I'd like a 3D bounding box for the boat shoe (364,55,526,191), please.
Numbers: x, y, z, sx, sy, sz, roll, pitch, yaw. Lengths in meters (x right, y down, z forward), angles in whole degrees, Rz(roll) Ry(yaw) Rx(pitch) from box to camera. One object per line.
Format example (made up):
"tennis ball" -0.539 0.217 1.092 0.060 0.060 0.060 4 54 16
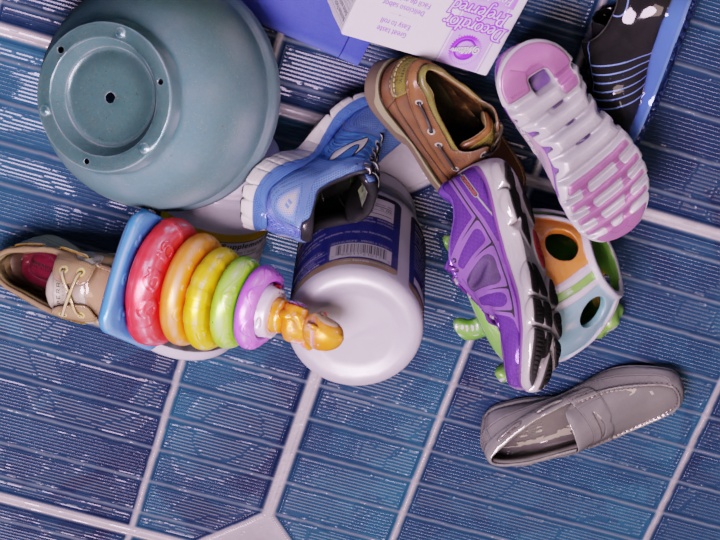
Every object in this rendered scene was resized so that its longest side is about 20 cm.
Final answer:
"boat shoe" 0.087 -0.111 1.714 0.068 0.072 0.200 -2 152 45

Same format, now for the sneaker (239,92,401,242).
"sneaker" -0.011 -0.080 1.705 0.089 0.200 0.079 28 139 25

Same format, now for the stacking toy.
"stacking toy" -0.103 0.027 1.632 0.199 0.116 0.111 15 83 22

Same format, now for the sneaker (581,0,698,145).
"sneaker" 0.222 -0.171 1.713 0.078 0.070 0.201 26 126 11

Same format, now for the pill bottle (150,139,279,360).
"pill bottle" -0.141 -0.031 1.776 0.113 0.115 0.201 14 120 -7

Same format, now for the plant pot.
"plant pot" -0.180 -0.142 1.627 0.199 0.134 0.202 2 98 18

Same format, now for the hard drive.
"hard drive" -0.065 -0.268 1.682 0.199 0.025 0.132 22 120 -11

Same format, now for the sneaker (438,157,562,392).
"sneaker" 0.114 0.009 1.677 0.083 0.201 0.081 -19 161 20

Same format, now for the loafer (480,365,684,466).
"loafer" 0.210 0.143 1.894 0.199 0.070 0.070 -18 119 13

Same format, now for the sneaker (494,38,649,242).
"sneaker" 0.173 -0.117 1.696 0.080 0.089 0.201 -34 113 -1

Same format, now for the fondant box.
"fondant box" 0.080 -0.270 1.635 0.143 0.058 0.201 13 124 -26

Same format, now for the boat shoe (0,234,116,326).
"boat shoe" -0.250 0.017 1.771 0.199 0.066 0.075 13 107 43

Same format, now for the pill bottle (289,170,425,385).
"pill bottle" 0.000 0.000 1.740 0.115 0.200 0.116 2 121 3

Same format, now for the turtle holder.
"turtle holder" 0.166 0.025 1.778 0.131 0.141 0.186 -21 123 20
